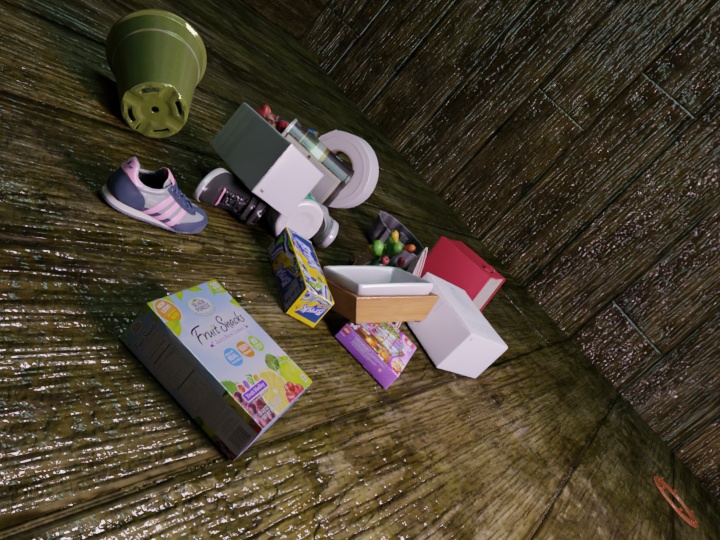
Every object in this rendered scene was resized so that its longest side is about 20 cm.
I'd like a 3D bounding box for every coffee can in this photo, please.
[{"bbox_3d":[-0.134,-0.259,1.664,0.199,0.147,0.147,40,17,-11],"label":"coffee can"}]

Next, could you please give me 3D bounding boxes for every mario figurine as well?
[{"bbox_3d":[-0.222,-0.370,1.807,0.197,0.123,0.108,16,58,-19],"label":"mario figurine"}]

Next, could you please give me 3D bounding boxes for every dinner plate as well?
[{"bbox_3d":[0.103,0.041,1.458,0.024,0.203,0.200,21,15,8],"label":"dinner plate"}]

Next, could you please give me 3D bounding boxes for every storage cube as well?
[{"bbox_3d":[0.262,0.035,1.823,0.180,0.201,0.170,43,16,21],"label":"storage cube"}]

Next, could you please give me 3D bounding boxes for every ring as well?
[{"bbox_3d":[1.079,0.785,2.255,0.200,0.019,0.201,41,18,-16],"label":"ring"}]

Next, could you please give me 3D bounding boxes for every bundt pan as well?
[{"bbox_3d":[0.102,-0.073,1.896,0.201,0.076,0.202,39,18,-15],"label":"bundt pan"}]

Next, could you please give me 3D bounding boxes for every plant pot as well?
[{"bbox_3d":[-0.397,-0.363,1.280,0.199,0.199,0.192,30,35,-39],"label":"plant pot"}]

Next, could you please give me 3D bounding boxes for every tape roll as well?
[{"bbox_3d":[-0.054,-0.271,1.784,0.203,0.203,0.071,48,18,13],"label":"tape roll"}]

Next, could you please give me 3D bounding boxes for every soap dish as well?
[{"bbox_3d":[0.030,0.046,1.284,0.197,0.083,0.157,1,14,-34],"label":"soap dish"}]

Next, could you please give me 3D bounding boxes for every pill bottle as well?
[{"bbox_3d":[-0.166,-0.161,1.414,0.112,0.113,0.201,24,26,-48],"label":"pill bottle"}]

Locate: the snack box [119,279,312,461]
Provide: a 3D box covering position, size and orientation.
[{"bbox_3d":[-0.174,0.115,0.833,0.200,0.068,0.169,44,17,5],"label":"snack box"}]

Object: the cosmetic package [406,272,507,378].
[{"bbox_3d":[0.221,0.137,1.599,0.198,0.123,0.201,23,25,-50],"label":"cosmetic package"}]

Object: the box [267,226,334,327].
[{"bbox_3d":[-0.114,0.008,1.226,0.070,0.064,0.201,31,22,-35],"label":"box"}]

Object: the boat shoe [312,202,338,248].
[{"bbox_3d":[-0.105,-0.119,1.536,0.070,0.071,0.201,36,16,-27],"label":"boat shoe"}]

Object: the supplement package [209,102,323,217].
[{"bbox_3d":[-0.188,-0.220,1.310,0.200,0.117,0.117,46,5,39],"label":"supplement package"}]

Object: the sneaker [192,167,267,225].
[{"bbox_3d":[-0.238,-0.134,1.257,0.099,0.071,0.200,41,12,7],"label":"sneaker"}]

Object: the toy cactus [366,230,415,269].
[{"bbox_3d":[0.060,0.006,1.476,0.101,0.167,0.200,17,-12,12],"label":"toy cactus"}]

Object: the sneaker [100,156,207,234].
[{"bbox_3d":[-0.304,-0.116,1.043,0.070,0.082,0.199,52,18,28],"label":"sneaker"}]

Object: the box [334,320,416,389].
[{"bbox_3d":[0.035,0.141,1.301,0.137,0.039,0.200,46,17,4],"label":"box"}]

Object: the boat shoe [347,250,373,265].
[{"bbox_3d":[0.000,-0.001,1.528,0.067,0.073,0.200,13,20,15],"label":"boat shoe"}]
